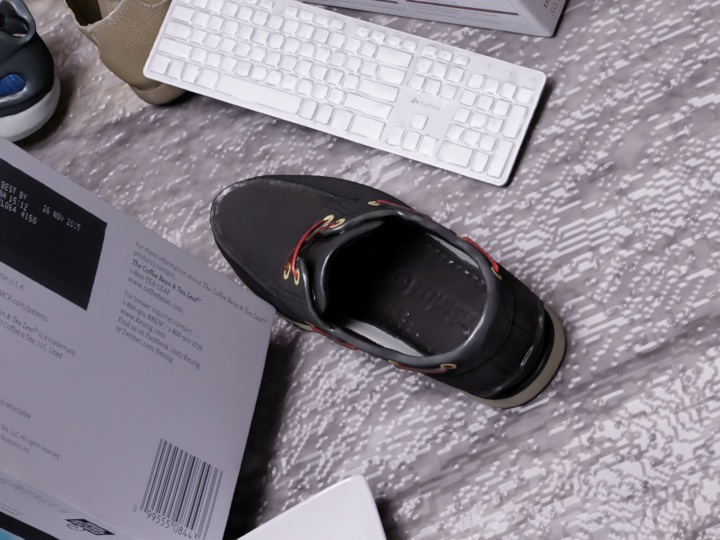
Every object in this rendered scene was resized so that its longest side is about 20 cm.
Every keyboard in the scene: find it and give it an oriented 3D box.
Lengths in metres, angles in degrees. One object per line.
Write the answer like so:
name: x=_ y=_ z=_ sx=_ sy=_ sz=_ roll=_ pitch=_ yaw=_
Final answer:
keyboard: x=-0.010 y=-0.091 z=1.370 sx=0.199 sy=0.011 sz=0.057 roll=18 pitch=75 yaw=26

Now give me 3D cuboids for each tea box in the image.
tea box: x=-0.182 y=0.042 z=1.302 sx=0.196 sy=0.200 sz=0.134 roll=-4 pitch=64 yaw=41

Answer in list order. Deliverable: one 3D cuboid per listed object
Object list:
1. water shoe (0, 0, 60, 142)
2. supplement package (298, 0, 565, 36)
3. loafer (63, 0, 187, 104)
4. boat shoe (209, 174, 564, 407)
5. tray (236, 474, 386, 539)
water shoe: x=-0.248 y=-0.117 z=1.487 sx=0.199 sy=0.079 sz=0.072 roll=5 pitch=45 yaw=13
supplement package: x=0.039 y=-0.230 z=1.372 sx=0.155 sy=0.111 sz=0.201 roll=11 pitch=73 yaw=36
loafer: x=-0.126 y=-0.173 z=1.475 sx=0.076 sy=0.067 sz=0.200 roll=-37 pitch=52 yaw=11
boat shoe: x=0.001 y=-0.002 z=1.310 sx=0.201 sy=0.063 sz=0.074 roll=27 pitch=85 yaw=41
tray: x=-0.062 y=0.180 z=1.279 sx=0.199 sy=0.022 sz=0.108 roll=-31 pitch=52 yaw=16
